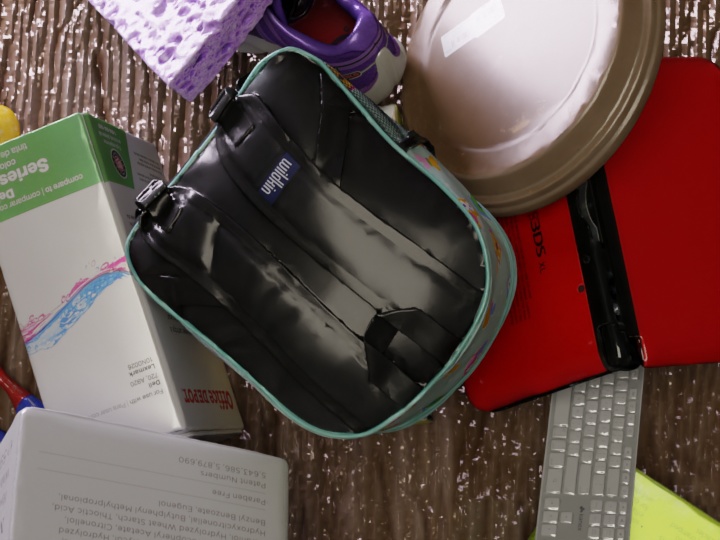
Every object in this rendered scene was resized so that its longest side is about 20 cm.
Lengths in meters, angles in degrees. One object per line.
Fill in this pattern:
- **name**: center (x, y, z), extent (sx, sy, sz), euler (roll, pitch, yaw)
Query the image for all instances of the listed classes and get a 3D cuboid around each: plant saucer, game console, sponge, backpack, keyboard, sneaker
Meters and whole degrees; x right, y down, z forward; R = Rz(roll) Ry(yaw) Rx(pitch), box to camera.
- **plant saucer**: center (0.097, -0.132, 1.133), extent (0.199, 0.029, 0.202), euler (-20, 60, 38)
- **game console**: center (0.148, -0.023, 1.164), extent (0.171, 0.118, 0.202), euler (-23, 68, 36)
- **sponge**: center (-0.126, -0.202, 1.172), extent (0.112, 0.030, 0.200), euler (-51, 49, 7)
- **backpack**: center (-0.011, -0.002, 1.076), extent (0.200, 0.153, 0.176), euler (42, 94, 20)
- **keyboard**: center (0.140, 0.107, 1.125), extent (0.056, 0.011, 0.202), euler (4, 58, 10)
- **sneaker**: center (-0.054, -0.180, 1.172), extent (0.199, 0.084, 0.081), euler (31, 74, 26)

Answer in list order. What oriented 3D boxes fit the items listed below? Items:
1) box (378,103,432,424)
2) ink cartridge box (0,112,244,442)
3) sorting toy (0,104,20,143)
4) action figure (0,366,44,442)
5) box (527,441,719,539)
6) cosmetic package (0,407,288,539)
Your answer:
- **box**: center (0.000, 0.000, 1.179), extent (0.074, 0.050, 0.202), euler (-7, 84, 6)
- **ink cartridge box**: center (-0.154, 0.019, 1.147), extent (0.083, 0.145, 0.202), euler (-20, 82, 9)
- **sorting toy**: center (-0.309, -0.072, 1.159), extent (0.106, 0.180, 0.201), euler (28, 89, 9)
- **action figure**: center (-0.190, 0.137, 1.193), extent (0.200, 0.052, 0.065), euler (42, 87, 7)
- **box**: center (0.140, 0.221, 1.140), extent (0.121, 0.048, 0.201), euler (32, 89, 11)
- **cosmetic package**: center (-0.144, 0.212, 1.036), extent (0.164, 0.165, 0.202), euler (14, 54, -22)
